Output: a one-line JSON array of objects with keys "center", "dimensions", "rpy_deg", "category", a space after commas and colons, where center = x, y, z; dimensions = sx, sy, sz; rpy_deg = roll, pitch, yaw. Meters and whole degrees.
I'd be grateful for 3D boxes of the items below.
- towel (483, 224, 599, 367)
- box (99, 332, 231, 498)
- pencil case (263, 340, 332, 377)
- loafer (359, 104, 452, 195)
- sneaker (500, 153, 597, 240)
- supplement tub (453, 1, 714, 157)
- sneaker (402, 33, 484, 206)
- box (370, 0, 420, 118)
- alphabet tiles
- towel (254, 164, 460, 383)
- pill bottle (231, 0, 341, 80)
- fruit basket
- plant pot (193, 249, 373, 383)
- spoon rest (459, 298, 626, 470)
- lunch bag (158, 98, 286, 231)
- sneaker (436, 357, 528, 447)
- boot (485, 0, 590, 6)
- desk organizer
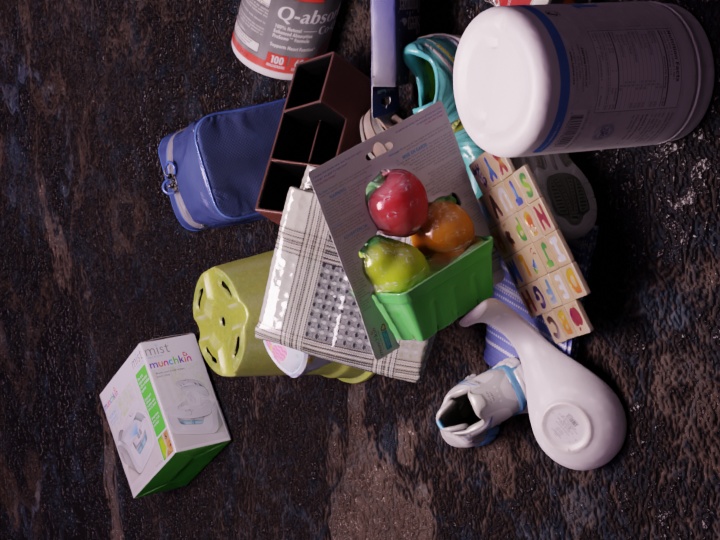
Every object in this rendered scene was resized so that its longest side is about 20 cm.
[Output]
[{"center": [0.183, 0.028, 1.618], "dimensions": [0.145, 0.024, 0.200], "rpy_deg": [31, 120, 53], "category": "towel"}, {"center": [-0.289, 0.214, 2.332], "dimensions": [0.200, 0.097, 0.177], "rpy_deg": [-45, 61, 53], "category": "box"}, {"center": [-0.013, 0.049, 1.765], "dimensions": [0.083, 0.200, 0.091], "rpy_deg": [10, 115, 51], "category": "pencil case"}, {"center": [0.056, -0.122, 1.732], "dimensions": [0.063, 0.072, 0.200], "rpy_deg": [-53, 39, 31], "category": "loafer"}, {"center": [0.163, -0.111, 1.554], "dimensions": [0.099, 0.078, 0.200], "rpy_deg": [-40, 54, 57], "category": "sneaker"}, {"center": [0.195, -0.169, 1.385], "dimensions": [0.132, 0.200, 0.132], "rpy_deg": [17, 111, 55], "category": "supplement tub"}, {"center": [0.092, -0.152, 1.664], "dimensions": [0.077, 0.080, 0.200], "rpy_deg": [-30, 72, 56], "category": "sneaker"}, {"center": [0.038, -0.268, 1.700], "dimensions": [0.032, 0.121, 0.200], "rpy_deg": [3, 101, 15], "category": "box"}, {"center": [0.163, -0.024, 1.530], "dimensions": [0.200, 0.006, 0.166], "rpy_deg": [64, 165, 3], "category": "alphabet tiles"}, {"center": [0.000, 0.000, 1.649], "dimensions": [0.192, 0.035, 0.200], "rpy_deg": [16, 91, 15], "category": "towel"}, {"center": [-0.077, -0.335, 1.858], "dimensions": [0.116, 0.116, 0.200], "rpy_deg": [53, 138, 38], "category": "pill bottle"}, {"center": [0.044, -0.040, 1.549], "dimensions": [0.094, 0.185, 0.200], "rpy_deg": [-7, 111, 54], "category": "fruit basket"}, {"center": [-0.093, 0.050, 1.902], "dimensions": [0.200, 0.184, 0.201], "rpy_deg": [18, 111, 56], "category": "plant pot"}, {"center": [0.183, 0.109, 1.562], "dimensions": [0.099, 0.061, 0.200], "rpy_deg": [-41, 86, 29], "category": "spoon rest"}, {"center": [-0.151, -0.125, 1.942], "dimensions": [0.132, 0.200, 0.136], "rpy_deg": [-15, 89, 60], "category": "lunch bag"}, {"center": [0.110, 0.149, 1.674], "dimensions": [0.075, 0.087, 0.200], "rpy_deg": [63, 156, 13], "category": "sneaker"}, {"center": [0.151, -0.237, 1.529], "dimensions": [0.144, 0.072, 0.200], "rpy_deg": [7, 78, 58], "category": "boot"}, {"center": [-0.048, -0.142, 1.796], "dimensions": [0.072, 0.077, 0.200], "rpy_deg": [-10, 58, 45], "category": "desk organizer"}]
